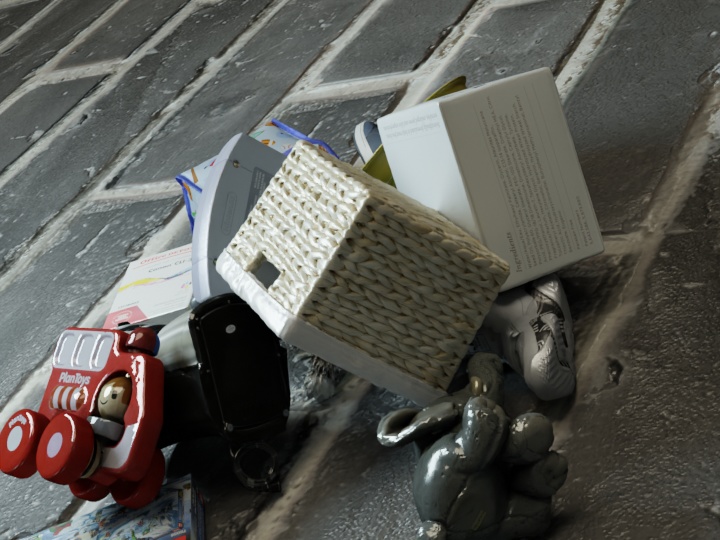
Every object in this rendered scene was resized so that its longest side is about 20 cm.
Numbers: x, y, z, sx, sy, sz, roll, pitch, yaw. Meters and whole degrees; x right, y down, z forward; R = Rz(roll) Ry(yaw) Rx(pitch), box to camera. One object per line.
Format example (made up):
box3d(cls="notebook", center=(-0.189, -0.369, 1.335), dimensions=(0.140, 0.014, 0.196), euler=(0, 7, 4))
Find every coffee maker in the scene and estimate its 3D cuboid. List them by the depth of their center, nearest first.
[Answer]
box3d(cls="coffee maker", center=(-0.177, 0.133, 1.634), dimensions=(0.199, 0.134, 0.194), euler=(-18, 61, 47))

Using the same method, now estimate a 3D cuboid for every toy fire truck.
box3d(cls="toy fire truck", center=(-0.257, 0.134, 1.575), dimensions=(0.199, 0.112, 0.169), euler=(-2, 68, 50))

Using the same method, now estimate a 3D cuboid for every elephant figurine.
box3d(cls="elephant figurine", center=(0.086, 0.160, 1.424), dimensions=(0.154, 0.143, 0.200), euler=(4, 12, -24))

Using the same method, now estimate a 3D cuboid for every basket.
box3d(cls="basket", center=(0.000, 0.000, 1.543), dimensions=(0.162, 0.199, 0.198), euler=(-61, 31, 7))

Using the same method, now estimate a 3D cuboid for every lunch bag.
box3d(cls="lunch bag", center=(-0.110, -0.090, 2.032), dimensions=(0.169, 0.125, 0.200), euler=(-33, 40, -20))

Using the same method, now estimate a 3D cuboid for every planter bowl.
box3d(cls="planter bowl", center=(0.079, -0.121, 1.849), dimensions=(0.200, 0.083, 0.200), euler=(-44, -7, -7))

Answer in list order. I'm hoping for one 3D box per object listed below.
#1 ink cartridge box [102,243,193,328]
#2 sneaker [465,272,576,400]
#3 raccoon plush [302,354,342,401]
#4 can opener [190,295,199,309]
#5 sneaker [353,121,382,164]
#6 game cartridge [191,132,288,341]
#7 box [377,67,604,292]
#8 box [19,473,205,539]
box3d(cls="ink cartridge box", center=(-0.230, 0.031, 1.959), dimensions=(0.116, 0.068, 0.201), euler=(-16, 27, 14))
box3d(cls="sneaker", center=(0.147, 0.075, 1.575), dimensions=(0.114, 0.076, 0.200), euler=(-17, 22, 15))
box3d(cls="raccoon plush", center=(-0.032, 0.017, 1.682), dimensions=(0.096, 0.134, 0.201), euler=(-11, 50, 33))
box3d(cls="can opener", center=(-0.152, 0.057, 1.789), dimensions=(0.067, 0.053, 0.200), euler=(-50, -9, 4))
box3d(cls="sneaker", center=(0.074, -0.152, 2.024), dimensions=(0.146, 0.077, 0.203), euler=(-32, 35, 8))
box3d(cls="game cartridge", center=(-0.113, -0.039, 1.715), dimensions=(0.040, 0.133, 0.202), euler=(-20, 51, 44))
box3d(cls="box", center=(0.131, -0.090, 1.677), dimensions=(0.130, 0.202, 0.199), euler=(-20, 6, -17))
box3d(cls="box", center=(-0.245, 0.280, 1.547), dimensions=(0.198, 0.040, 0.137), euler=(-21, 25, 5))
